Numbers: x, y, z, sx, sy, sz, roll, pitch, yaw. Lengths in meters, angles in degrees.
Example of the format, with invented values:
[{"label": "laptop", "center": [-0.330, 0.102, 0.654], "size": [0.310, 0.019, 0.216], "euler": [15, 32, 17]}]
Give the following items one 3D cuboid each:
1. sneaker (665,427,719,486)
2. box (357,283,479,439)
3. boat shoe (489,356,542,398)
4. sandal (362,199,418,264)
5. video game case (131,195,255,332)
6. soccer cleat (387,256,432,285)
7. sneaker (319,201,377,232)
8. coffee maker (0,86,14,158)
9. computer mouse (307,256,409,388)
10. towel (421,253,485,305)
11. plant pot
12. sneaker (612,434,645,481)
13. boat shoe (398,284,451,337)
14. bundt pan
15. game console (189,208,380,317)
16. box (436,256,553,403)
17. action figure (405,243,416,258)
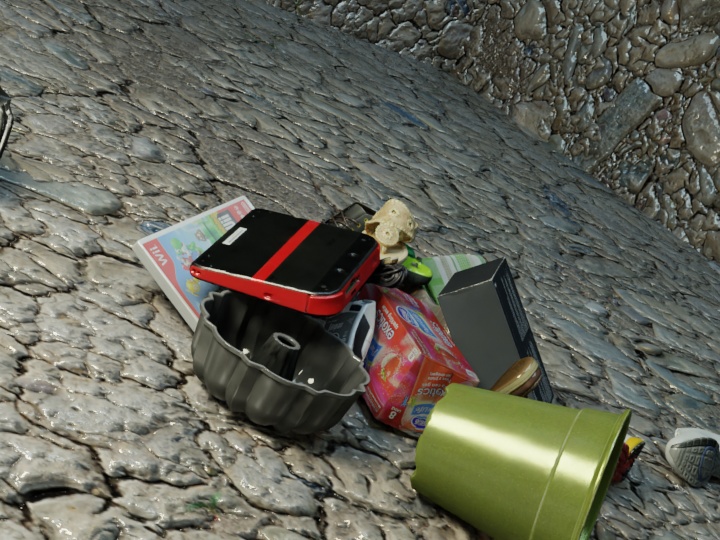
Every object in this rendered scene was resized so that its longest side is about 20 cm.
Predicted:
[{"label": "sneaker", "center": [0.478, 0.262, 1.887], "size": [0.087, 0.075, 0.200], "euler": [26, 6, 36]}, {"label": "box", "center": [0.049, 0.105, 1.578], "size": [0.095, 0.100, 0.200], "euler": [27, 16, -28]}, {"label": "boat shoe", "center": [0.169, 0.166, 1.491], "size": [0.072, 0.200, 0.072], "euler": [41, 53, 7]}, {"label": "sandal", "center": [0.040, -0.065, 1.765], "size": [0.078, 0.070, 0.212], "euler": [15, 16, 9]}, {"label": "video game case", "center": [-0.160, -0.005, 1.551], "size": [0.143, 0.017, 0.200], "euler": [52, 38, 6]}, {"label": "soccer cleat", "center": [0.000, 0.000, 1.792], "size": [0.200, 0.081, 0.068], "euler": [14, 17, 12]}, {"label": "sneaker", "center": [-0.051, -0.054, 1.883], "size": [0.200, 0.106, 0.075], "euler": [7, 27, -50]}, {"label": "coffee maker", "center": [-0.529, -0.186, 1.529], "size": [0.200, 0.135, 0.192], "euler": [19, -4, -31]}, {"label": "computer mouse", "center": [-0.011, 0.069, 1.550], "size": [0.044, 0.110, 0.200], "euler": [49, 49, -31]}, {"label": "towel", "center": [0.154, 0.047, 1.942], "size": [0.200, 0.031, 0.149], "euler": [-4, 67, -57]}, {"label": "plant pot", "center": [0.160, 0.205, 1.368], "size": [0.190, 0.200, 0.200], "euler": [21, 15, 15]}, {"label": "sneaker", "center": [0.296, 0.233, 1.670], "size": [0.082, 0.078, 0.200], "euler": [31, 7, 22]}, {"label": "boat shoe", "center": [0.085, 0.076, 1.764], "size": [0.073, 0.074, 0.200], "euler": [52, -3, -29]}, {"label": "bundt pan", "center": [-0.094, 0.105, 1.403], "size": [0.202, 0.076, 0.202], "euler": [25, 18, -9]}, {"label": "game console", "center": [-0.080, -0.012, 1.515], "size": [0.177, 0.031, 0.200], "euler": [13, 25, 13]}, {"label": "box", "center": [0.173, 0.099, 1.654], "size": [0.141, 0.079, 0.200], "euler": [-45, 116, -75]}, {"label": "action figure", "center": [0.062, -0.001, 1.953], "size": [0.200, 0.055, 0.118], "euler": [27, 42, -75]}]
